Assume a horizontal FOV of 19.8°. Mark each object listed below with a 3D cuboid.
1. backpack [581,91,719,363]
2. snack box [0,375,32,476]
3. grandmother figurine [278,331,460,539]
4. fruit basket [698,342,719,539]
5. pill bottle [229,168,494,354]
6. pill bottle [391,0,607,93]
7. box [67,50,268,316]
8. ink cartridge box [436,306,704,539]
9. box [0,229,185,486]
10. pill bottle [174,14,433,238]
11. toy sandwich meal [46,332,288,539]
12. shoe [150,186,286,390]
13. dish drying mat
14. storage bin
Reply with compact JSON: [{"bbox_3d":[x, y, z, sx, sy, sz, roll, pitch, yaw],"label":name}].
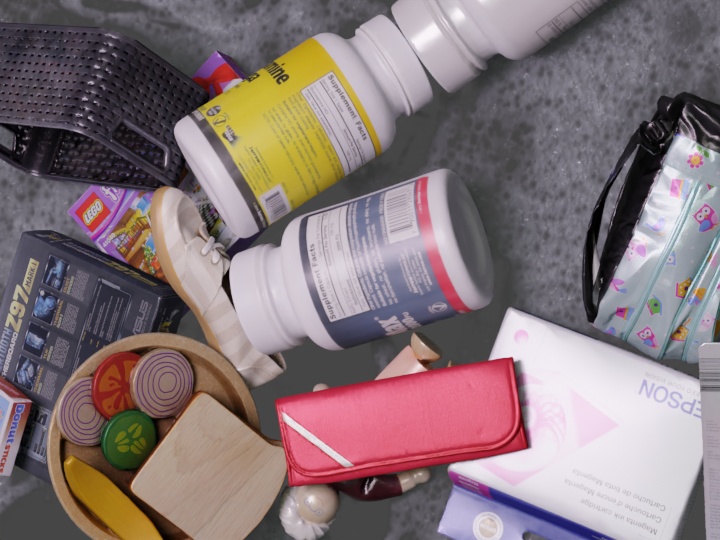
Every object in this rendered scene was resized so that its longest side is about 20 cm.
[{"bbox_3d":[0.250,-0.031,1.605,0.126,0.167,0.201,24,99,14],"label":"backpack"},{"bbox_3d":[-0.360,0.107,1.821,0.200,0.024,0.072,30,106,43],"label":"snack box"},{"bbox_3d":[0.002,0.144,1.721,0.121,0.061,0.200,42,98,12],"label":"grandmother figurine"},{"bbox_3d":[0.354,0.145,1.577,0.184,0.094,0.201,3,123,21],"label":"fruit basket"},{"bbox_3d":[0.000,0.000,1.704,0.199,0.119,0.120,-17,80,17],"label":"pill bottle"},{"bbox_3d":[0.130,-0.238,1.683,0.199,0.114,0.115,-35,75,12],"label":"pill bottle"},{"bbox_3d":[-0.143,-0.072,1.802,0.200,0.039,0.137,-45,74,10],"label":"box"},{"bbox_3d":[0.176,0.156,1.670,0.195,0.043,0.201,20,90,19],"label":"ink cartridge box"},{"bbox_3d":[-0.250,0.084,1.796,0.157,0.051,0.201,23,102,24],"label":"box"},{"bbox_3d":[-0.044,-0.124,1.699,0.199,0.113,0.113,-32,75,-7],"label":"pill bottle"},{"bbox_3d":[-0.159,0.150,1.696,0.204,0.070,0.207,0,91,-21],"label":"toy sandwich meal"},{"bbox_3d":[-0.119,0.014,1.739,0.053,0.070,0.201,-13,116,19],"label":"shoe"},{"bbox_3d":[0.033,0.124,1.674,0.199,0.018,0.077,-10,86,9],"label":"dish drying mat"},{"bbox_3d":[-0.245,-0.140,1.760,0.199,0.135,0.094,9,74,40],"label":"storage bin"}]
